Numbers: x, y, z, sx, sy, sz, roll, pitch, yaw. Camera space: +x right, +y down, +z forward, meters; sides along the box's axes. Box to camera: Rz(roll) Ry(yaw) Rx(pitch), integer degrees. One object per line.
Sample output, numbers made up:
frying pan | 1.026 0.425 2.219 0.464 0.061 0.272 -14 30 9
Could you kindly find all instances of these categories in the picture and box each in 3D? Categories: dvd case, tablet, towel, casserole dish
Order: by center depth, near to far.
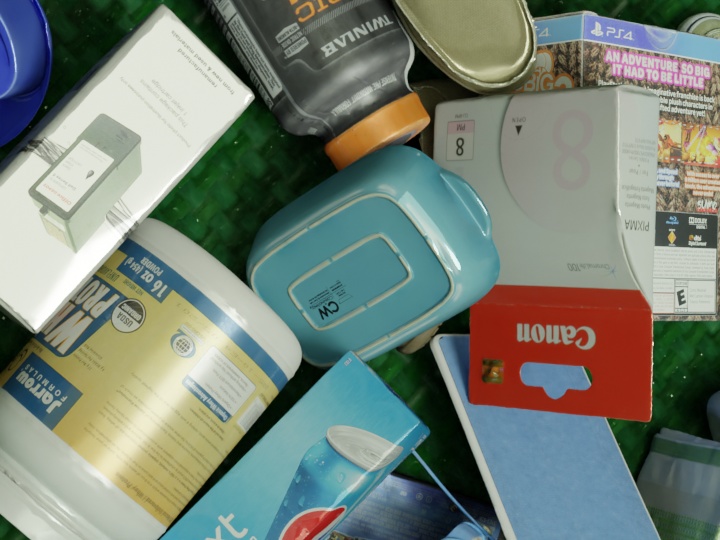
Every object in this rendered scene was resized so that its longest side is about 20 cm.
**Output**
casserole dish | 0.000 0.000 1.065 0.121 0.200 0.039 54 41 -7
tablet | 0.129 0.128 1.117 0.130 0.014 0.201 2 53 -34
towel | 0.215 0.214 1.142 0.031 0.149 0.201 22 85 -14
dvd case | 0.014 0.245 1.153 0.142 0.018 0.201 20 84 -16

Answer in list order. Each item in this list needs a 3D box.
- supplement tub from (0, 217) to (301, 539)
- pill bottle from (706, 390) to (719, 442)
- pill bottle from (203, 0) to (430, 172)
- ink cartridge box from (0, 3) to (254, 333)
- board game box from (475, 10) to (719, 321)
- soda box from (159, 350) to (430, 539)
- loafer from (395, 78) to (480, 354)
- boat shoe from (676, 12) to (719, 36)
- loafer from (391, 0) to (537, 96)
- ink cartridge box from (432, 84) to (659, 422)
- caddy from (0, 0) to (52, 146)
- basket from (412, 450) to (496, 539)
supplement tub | -0.149 0.083 1.041 0.145 0.145 0.200 42 79 -12
pill bottle | 0.363 0.105 1.181 0.199 0.116 0.116 -24 96 0
pill bottle | -0.034 -0.164 1.078 0.106 0.106 0.201 -31 88 -14
ink cartridge box | -0.175 -0.062 1.033 0.084 0.145 0.200 44 79 -13
board game box | 0.167 -0.066 1.126 0.159 0.097 0.201 2 89 -42
soda box | -0.049 0.148 1.051 0.200 0.064 0.068 -45 76 -2
loafer | 0.039 -0.042 1.135 0.067 0.076 0.201 16 77 -13
boat shoe | 0.268 -0.091 1.202 0.072 0.062 0.201 -5 90 -16
loafer | 0.047 -0.190 1.020 0.076 0.068 0.200 -35 109 6
ink cartridge box | 0.113 -0.011 1.032 0.057 0.162 0.201 8 86 -41
caddy | -0.289 -0.156 1.026 0.141 0.105 0.200 -41 101 12
basket | 0.022 0.231 1.083 0.176 0.139 0.200 -45 75 -4
